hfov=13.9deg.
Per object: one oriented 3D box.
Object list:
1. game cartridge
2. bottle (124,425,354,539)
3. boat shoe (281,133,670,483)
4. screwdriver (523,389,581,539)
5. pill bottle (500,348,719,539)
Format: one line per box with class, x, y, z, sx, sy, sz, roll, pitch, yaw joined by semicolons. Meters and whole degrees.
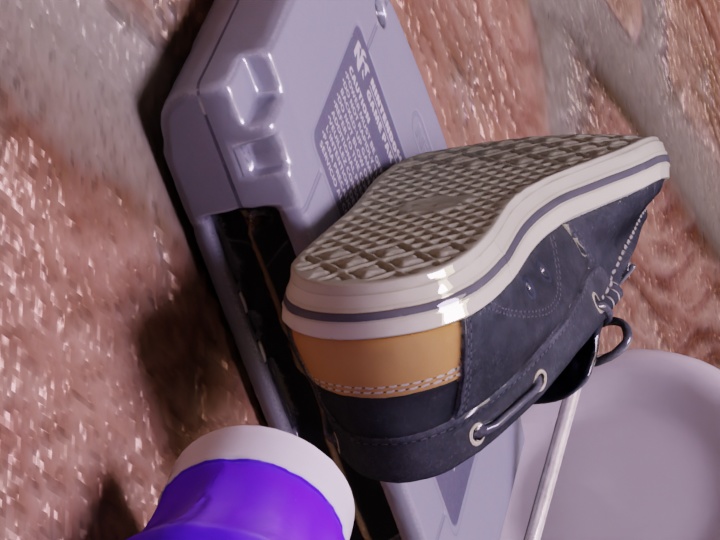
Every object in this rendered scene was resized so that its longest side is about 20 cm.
game cartridge;0.000;0.000;0.865;0.133;0.041;0.200;-65;141;-53
bottle;-0.042;0.113;0.644;0.200;0.065;0.084;-73;149;-52
boat shoe;0.035;0.004;0.808;0.200;0.075;0.062;-39;123;-63
screwdriver;0.049;0.096;0.895;0.029;0.028;0.200;137;-26;-67
pill bottle;0.114;0.122;1.011;0.200;0.114;0.114;56;31;-51
